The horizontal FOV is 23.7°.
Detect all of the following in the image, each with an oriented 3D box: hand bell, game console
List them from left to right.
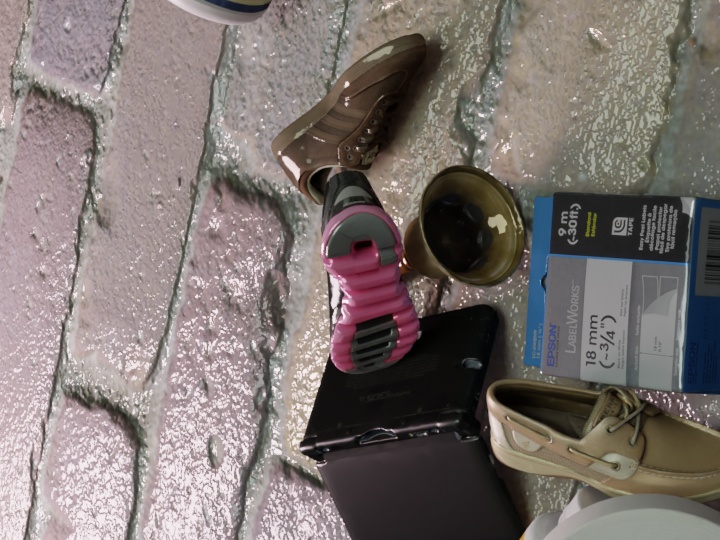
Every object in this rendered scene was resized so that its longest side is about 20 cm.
[{"bbox_3d":[0.042,-0.010,1.474,0.200,0.104,0.105,-28,68,55],"label":"hand bell"},{"bbox_3d":[0.056,0.143,1.483,0.200,0.116,0.176,-15,48,44],"label":"game console"}]

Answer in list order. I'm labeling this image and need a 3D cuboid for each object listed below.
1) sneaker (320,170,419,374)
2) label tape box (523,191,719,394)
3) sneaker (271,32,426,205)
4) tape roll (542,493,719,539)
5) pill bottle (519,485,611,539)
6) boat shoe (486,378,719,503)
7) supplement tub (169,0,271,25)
[{"bbox_3d":[0.000,0.000,1.425,0.200,0.079,0.096,88,168,-44],"label":"sneaker"},{"bbox_3d":[0.187,0.014,1.320,0.200,0.063,0.145,5,91,45],"label":"label tape box"},{"bbox_3d":[0.004,-0.134,1.528,0.200,0.070,0.076,-38,81,42],"label":"sneaker"},{"bbox_3d":[0.206,0.260,1.225,0.202,0.037,0.204,1,101,6],"label":"tape roll"},{"bbox_3d":[0.150,0.263,1.316,0.109,0.109,0.200,49,122,35],"label":"pill bottle"},{"bbox_3d":[0.187,0.123,1.270,0.199,0.071,0.065,6,134,23],"label":"boat shoe"},{"bbox_3d":[-0.112,-0.345,1.584,0.145,0.145,0.200,52,124,33],"label":"supplement tub"}]
